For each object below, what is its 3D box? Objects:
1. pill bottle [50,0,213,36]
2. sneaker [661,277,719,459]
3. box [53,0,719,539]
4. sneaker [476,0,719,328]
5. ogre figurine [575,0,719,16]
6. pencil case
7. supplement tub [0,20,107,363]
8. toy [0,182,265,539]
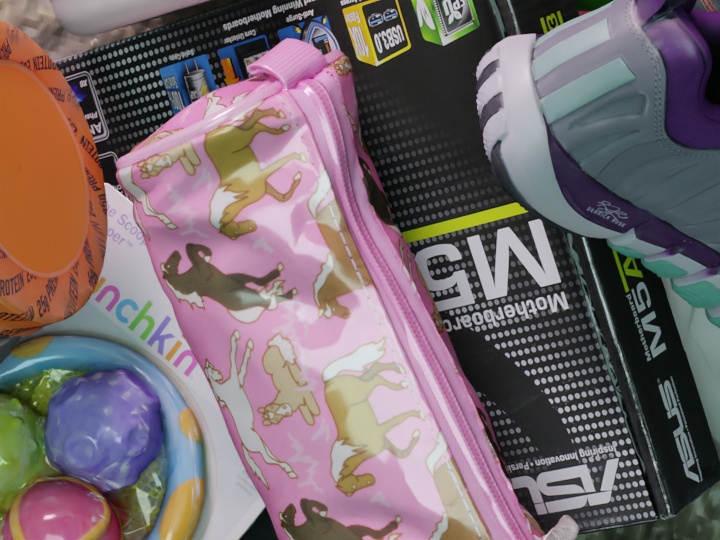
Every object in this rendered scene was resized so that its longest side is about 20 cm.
[{"bbox_3d":[-0.072,-0.186,0.875,0.112,0.113,0.201,-15,96,9],"label":"pill bottle"},{"bbox_3d":[0.143,0.021,0.906,0.088,0.075,0.201,-34,101,1],"label":"sneaker"},{"bbox_3d":[0.000,0.000,0.886,0.199,0.047,0.194,-13,96,36],"label":"box"},{"bbox_3d":[0.128,-0.030,0.808,0.087,0.199,0.075,-30,55,35],"label":"sneaker"},{"bbox_3d":[0.108,-0.106,0.856,0.119,0.200,0.099,-9,57,37],"label":"ogre figurine"},{"bbox_3d":[-0.002,0.033,0.821,0.086,0.083,0.201,-26,91,8],"label":"pencil case"},{"bbox_3d":[-0.188,-0.008,0.857,0.199,0.122,0.123,-16,96,26],"label":"supplement tub"},{"bbox_3d":[-0.109,0.079,0.865,0.115,0.047,0.200,38,90,15],"label":"toy"}]
